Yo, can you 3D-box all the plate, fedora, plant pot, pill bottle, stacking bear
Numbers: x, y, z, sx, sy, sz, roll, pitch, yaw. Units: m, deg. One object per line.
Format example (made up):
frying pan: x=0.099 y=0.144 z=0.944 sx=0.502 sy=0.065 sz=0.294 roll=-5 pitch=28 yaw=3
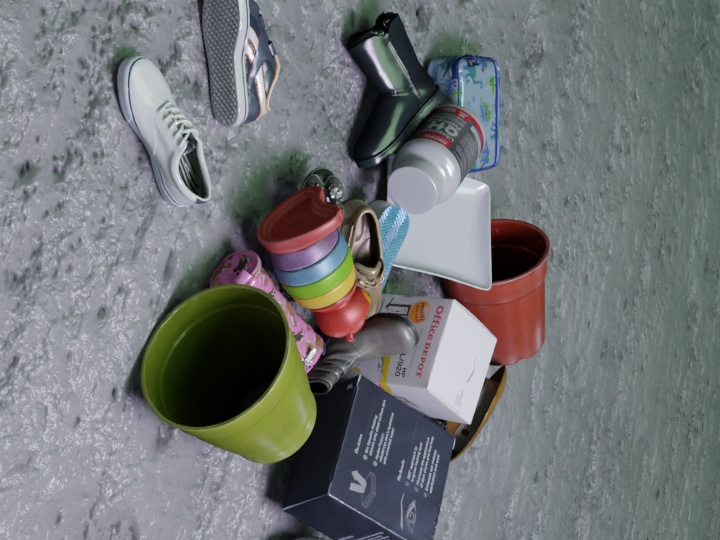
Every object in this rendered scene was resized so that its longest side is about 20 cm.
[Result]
plate: x=0.121 y=-0.074 z=1.718 sx=0.199 sy=0.032 sz=0.201 roll=15 pitch=61 yaw=-23
fedora: x=0.171 y=0.231 z=1.815 sx=0.082 sy=0.201 sz=0.201 roll=33 pitch=58 yaw=0
plant pot: x=-0.149 y=0.153 z=1.371 sx=0.201 sy=0.199 sz=0.193 roll=-65 pitch=150 yaw=-24
pill bottle: x=0.115 y=-0.170 z=1.656 sx=0.200 sy=0.110 sz=0.111 roll=-54 pitch=133 yaw=-49
stacking bear: x=-0.050 y=0.006 z=1.449 sx=0.113 sy=0.121 sz=0.201 roll=-31 pitch=122 yaw=-7
plant pot: x=0.239 y=0.046 z=1.848 sx=0.201 sy=0.200 sz=0.196 roll=-45 pitch=134 yaw=-40

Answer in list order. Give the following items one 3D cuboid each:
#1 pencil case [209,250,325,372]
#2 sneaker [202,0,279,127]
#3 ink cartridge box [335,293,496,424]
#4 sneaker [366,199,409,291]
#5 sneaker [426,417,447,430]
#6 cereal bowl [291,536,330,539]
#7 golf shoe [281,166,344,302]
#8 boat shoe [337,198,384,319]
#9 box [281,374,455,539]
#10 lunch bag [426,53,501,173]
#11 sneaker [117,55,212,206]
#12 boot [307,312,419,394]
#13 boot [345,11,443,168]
pencil case: x=-0.126 y=0.062 z=1.452 sx=0.200 sy=0.086 sz=0.083 roll=55 pitch=41 yaw=-35
sneaker: x=-0.155 y=-0.293 z=1.394 sx=0.079 sy=0.078 sz=0.201 roll=-21 pitch=120 yaw=-44
ink cartridge box: x=0.077 y=0.130 z=1.627 sx=0.145 sy=0.199 sz=0.148 roll=39 pitch=63 yaw=-46
sneaker: x=-0.001 y=-0.013 z=1.616 sx=0.076 sy=0.081 sz=0.201 roll=32 pitch=88 yaw=-32
sneaker: x=0.096 y=0.270 z=1.754 sx=0.076 sy=0.090 sz=0.201 roll=3 pitch=92 yaw=-54
cereal bowl: x=-0.096 y=0.479 z=1.531 sx=0.200 sy=0.083 sz=0.202 roll=-6 pitch=97 yaw=-51
golf shoe: x=-0.066 y=-0.051 z=1.526 sx=0.077 sy=0.088 sz=0.201 roll=12 pitch=109 yaw=-12
boat shoe: x=0.000 y=0.000 z=1.536 sx=0.071 sy=0.064 sz=0.201 roll=-14 pitch=112 yaw=-21
box: x=0.016 y=0.295 z=1.553 sx=0.200 sy=0.117 sz=0.197 roll=36 pitch=50 yaw=-24
lunch bag: x=0.180 y=-0.268 z=1.823 sx=0.160 sy=0.082 sz=0.201 roll=-10 pitch=102 yaw=-54
sneaker: x=-0.232 y=-0.172 z=1.310 sx=0.073 sy=0.070 sz=0.201 roll=-46 pitch=127 yaw=-39
boot: x=-0.019 y=0.130 z=1.510 sx=0.131 sy=0.199 sz=0.068 roll=-51 pitch=120 yaw=-42
boot: x=0.023 y=-0.278 z=1.627 sx=0.200 sy=0.076 sz=0.168 roll=-47 pitch=117 yaw=-21
